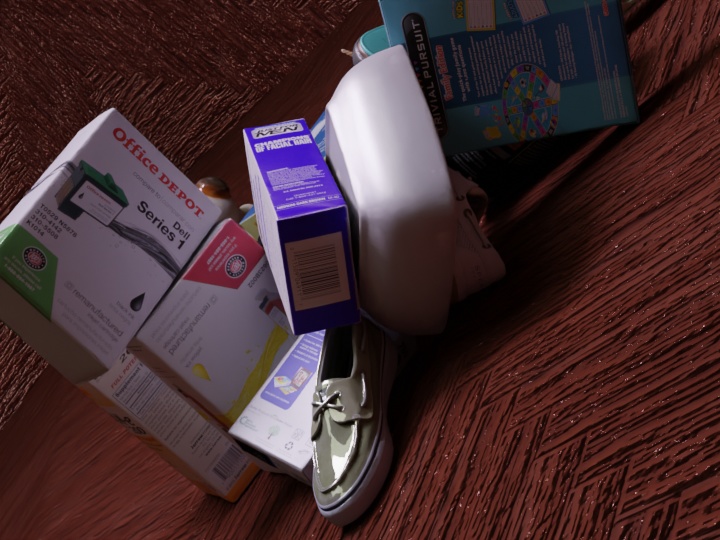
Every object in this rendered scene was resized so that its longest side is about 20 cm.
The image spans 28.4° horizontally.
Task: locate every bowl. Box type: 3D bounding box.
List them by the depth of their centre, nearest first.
[{"bbox_3d":[0.019,-0.059,1.189,0.201,0.074,0.201,92,165,-54],"label":"bowl"}]

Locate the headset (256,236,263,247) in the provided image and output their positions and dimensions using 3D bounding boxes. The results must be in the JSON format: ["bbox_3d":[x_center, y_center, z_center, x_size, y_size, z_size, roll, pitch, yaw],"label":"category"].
[{"bbox_3d":[-0.082,0.030,1.573,0.094,0.123,0.201,-26,-35,-38],"label":"headset"}]

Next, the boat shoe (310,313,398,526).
[{"bbox_3d":[-0.015,0.115,1.151,0.072,0.062,0.201,-30,32,28],"label":"boat shoe"}]

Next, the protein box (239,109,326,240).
[{"bbox_3d":[-0.003,-0.104,1.645,0.201,0.135,0.198,-56,15,-29],"label":"protein box"}]

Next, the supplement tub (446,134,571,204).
[{"bbox_3d":[0.143,-0.159,1.350,0.200,0.122,0.123,-40,15,31],"label":"supplement tub"}]

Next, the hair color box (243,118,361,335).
[{"bbox_3d":[-0.052,-0.042,1.223,0.064,0.110,0.200,-12,29,-9],"label":"hair color box"}]

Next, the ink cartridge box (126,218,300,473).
[{"bbox_3d":[-0.104,0.072,1.332,0.146,0.200,0.083,-52,17,-18],"label":"ink cartridge box"}]

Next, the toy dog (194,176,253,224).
[{"bbox_3d":[-0.165,-0.021,1.799,0.140,0.200,0.194,-47,13,6],"label":"toy dog"}]

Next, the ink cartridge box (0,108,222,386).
[{"bbox_3d":[-0.239,-0.024,1.276,0.084,0.146,0.201,-22,30,53],"label":"ink cartridge box"}]

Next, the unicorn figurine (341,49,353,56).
[{"bbox_3d":[0.076,-0.194,1.511,0.199,0.074,0.139,-18,59,36],"label":"unicorn figurine"}]

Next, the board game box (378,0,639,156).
[{"bbox_3d":[0.129,-0.188,1.222,0.198,0.152,0.047,-9,24,14],"label":"board game box"}]

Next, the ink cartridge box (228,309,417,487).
[{"bbox_3d":[-0.022,0.090,1.267,0.099,0.039,0.201,21,66,40],"label":"ink cartridge box"}]

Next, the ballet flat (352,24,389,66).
[{"bbox_3d":[0.078,-0.225,1.376,0.198,0.068,0.069,-22,-33,-18],"label":"ballet flat"}]

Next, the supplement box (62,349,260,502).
[{"bbox_3d":[-0.195,0.141,1.430,0.074,0.200,0.126,-51,13,-15],"label":"supplement box"}]

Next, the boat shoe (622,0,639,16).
[{"bbox_3d":[0.248,-0.284,1.431,0.200,0.072,0.062,-41,3,21],"label":"boat shoe"}]

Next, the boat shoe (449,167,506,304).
[{"bbox_3d":[0.081,-0.054,1.274,0.069,0.071,0.201,-16,49,-3],"label":"boat shoe"}]
